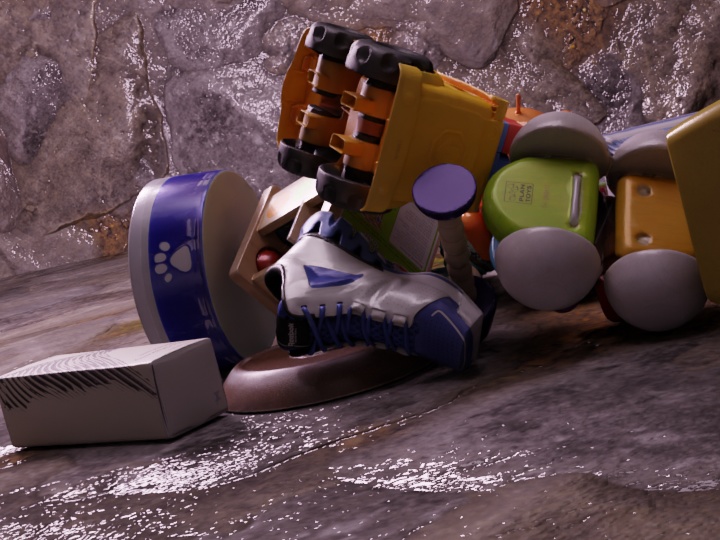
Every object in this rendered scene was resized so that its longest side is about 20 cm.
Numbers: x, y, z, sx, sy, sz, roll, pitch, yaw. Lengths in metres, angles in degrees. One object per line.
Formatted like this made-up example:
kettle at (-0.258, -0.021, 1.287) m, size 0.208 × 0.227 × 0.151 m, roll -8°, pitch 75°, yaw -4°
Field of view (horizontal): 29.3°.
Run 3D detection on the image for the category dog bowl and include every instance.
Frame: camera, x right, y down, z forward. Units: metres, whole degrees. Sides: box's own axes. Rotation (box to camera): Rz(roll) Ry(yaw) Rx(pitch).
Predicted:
dog bowl at (-0.153, 0.001, 1.385) m, size 0.079 × 0.200 × 0.200 m, roll -8°, pitch 8°, yaw 17°

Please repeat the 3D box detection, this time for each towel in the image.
towel at (0.319, -0.127, 1.360) m, size 0.147 × 0.024 × 0.200 m, roll -14°, pitch 12°, yaw -2°

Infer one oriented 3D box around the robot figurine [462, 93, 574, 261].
robot figurine at (0.170, -0.086, 1.404) m, size 0.144 × 0.200 × 0.117 m, roll -19°, pitch 47°, yaw 14°

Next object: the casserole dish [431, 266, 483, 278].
casserole dish at (0.044, 0.032, 1.437) m, size 0.200 × 0.039 × 0.121 m, roll -17°, pitch 7°, yaw -21°

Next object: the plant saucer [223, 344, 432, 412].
plant saucer at (-0.032, 0.081, 1.217) m, size 0.200 × 0.032 × 0.200 m, roll -14°, pitch 7°, yaw 2°

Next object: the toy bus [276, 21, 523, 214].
toy bus at (0.044, -0.127, 1.193) m, size 0.192 × 0.136 × 0.200 m, roll 5°, pitch 18°, yaw -30°

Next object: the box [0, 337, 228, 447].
box at (-0.217, 0.107, 1.188) m, size 0.200 × 0.068 × 0.082 m, roll -9°, pitch 8°, yaw 35°

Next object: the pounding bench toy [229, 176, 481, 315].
pounding bench toy at (0.000, 0.000, 1.327) m, size 0.156 × 0.200 × 0.124 m, roll -28°, pitch 31°, yaw 40°

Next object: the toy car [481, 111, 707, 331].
toy car at (0.194, -0.024, 1.141) m, size 0.200 × 0.175 × 0.150 m, roll 10°, pitch -34°, yaw -1°

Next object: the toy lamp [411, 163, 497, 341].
toy lamp at (0.080, -0.006, 1.145) m, size 0.058 × 0.200 × 0.058 m, roll -7°, pitch 51°, yaw 8°

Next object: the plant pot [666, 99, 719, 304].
plant pot at (0.346, -0.068, 1.029) m, size 0.176 × 0.200 × 0.200 m, roll -12°, pitch 6°, yaw 35°

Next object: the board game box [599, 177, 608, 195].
board game box at (0.314, -0.096, 1.335) m, size 0.200 × 0.030 × 0.096 m, roll -11°, pitch 12°, yaw 36°

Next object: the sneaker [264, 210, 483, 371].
sneaker at (-0.005, 0.039, 1.131) m, size 0.199 × 0.081 × 0.115 m, roll 31°, pitch 54°, yaw 29°

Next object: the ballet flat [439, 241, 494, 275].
ballet flat at (0.123, -0.032, 1.520) m, size 0.074 × 0.074 × 0.200 m, roll -13°, pitch -2°, yaw -3°

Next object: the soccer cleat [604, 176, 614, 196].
soccer cleat at (0.294, -0.044, 1.212) m, size 0.069 × 0.085 × 0.200 m, roll -40°, pitch 37°, yaw -19°
